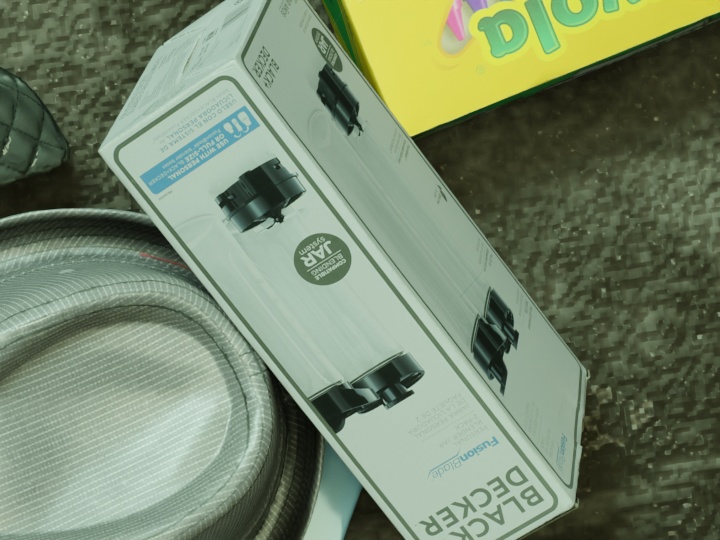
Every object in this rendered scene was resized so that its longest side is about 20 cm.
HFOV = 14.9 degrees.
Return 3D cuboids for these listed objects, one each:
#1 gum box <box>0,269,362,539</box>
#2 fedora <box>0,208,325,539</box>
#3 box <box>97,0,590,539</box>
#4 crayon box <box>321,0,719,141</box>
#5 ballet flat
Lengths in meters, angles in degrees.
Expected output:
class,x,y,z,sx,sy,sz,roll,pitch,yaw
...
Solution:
class,x,y,z,sx,sy,sz,roll,pitch,yaw
gum box,-0.104,0.118,1.025,0.170,0.045,0.200,21,83,-4
fedora,-0.106,0.064,0.961,0.200,0.090,0.177,-17,86,-8
box,0.000,0.000,0.984,0.060,0.117,0.200,-33,106,19
crayon box,0.070,-0.162,1.064,0.200,0.058,0.173,-23,87,-7
ballet flat,-0.188,0.005,1.015,0.057,0.066,0.200,42,82,-5
